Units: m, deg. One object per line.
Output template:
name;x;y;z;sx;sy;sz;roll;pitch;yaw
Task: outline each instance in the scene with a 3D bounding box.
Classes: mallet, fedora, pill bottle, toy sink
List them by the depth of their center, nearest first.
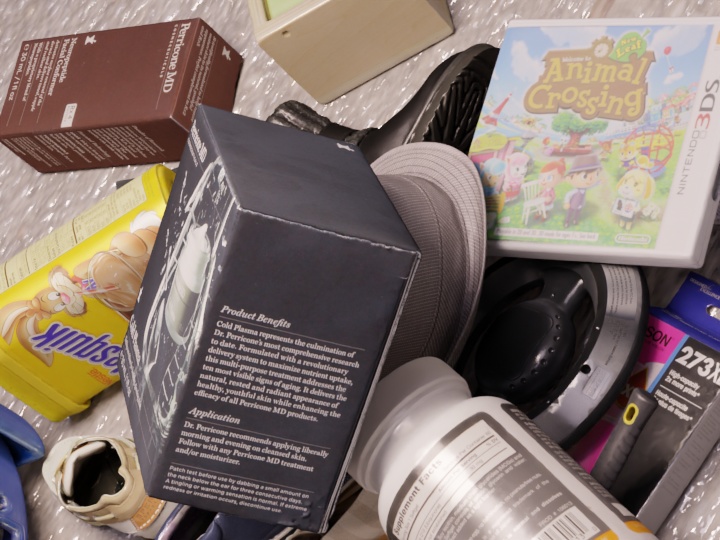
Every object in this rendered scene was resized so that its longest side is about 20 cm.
pill bottle;0.084;0.151;1.342;0.116;0.116;0.200;-48;61;1
mallet;0.144;0.171;1.387;0.066;0.041;0.200;49;117;38
fedora;0.000;0.000;1.515;0.177;0.090;0.200;11;90;48
toy sink;-0.023;-0.261;1.753;0.130;0.112;0.200;-27;51;19

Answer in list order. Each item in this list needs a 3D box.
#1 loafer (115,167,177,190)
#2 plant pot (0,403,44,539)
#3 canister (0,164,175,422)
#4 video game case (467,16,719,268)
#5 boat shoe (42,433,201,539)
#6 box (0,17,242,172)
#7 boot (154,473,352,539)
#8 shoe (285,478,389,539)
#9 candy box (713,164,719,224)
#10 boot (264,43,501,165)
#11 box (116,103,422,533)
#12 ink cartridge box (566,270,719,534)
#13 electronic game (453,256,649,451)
loafer;-0.169;-0.048;1.747;0.200;0.070;0.068;-37;25;11
plant pot;-0.371;0.174;1.667;0.200;0.200;0.180;-21;46;39
canister;-0.197;0.018;1.685;0.200;0.149;0.087;-32;49;13
video game case;0.166;-0.092;1.499;0.200;0.022;0.182;4;68;37
boat shoe;-0.193;0.154;1.629;0.200;0.068;0.075;8;68;55
box;-0.207;-0.146;1.840;0.200;0.075;0.100;-3;62;32
boot;-0.056;0.155;1.541;0.200;0.090;0.073;-49;47;1
shoe;-0.019;0.180;1.485;0.200;0.053;0.070;-42;23;30
candy box;0.205;-0.102;1.533;0.200;0.061;0.137;-3;63;34
boot;0.009;-0.102;1.657;0.158;0.079;0.211;31;84;42
box;-0.064;0.027;1.375;0.200;0.124;0.197;-118;46;-65
ink cartridge box;0.195;0.093;1.444;0.095;0.037;0.200;30;81;42
electronic game;0.115;0.058;1.497;0.200;0.042;0.200;-32;36;27
